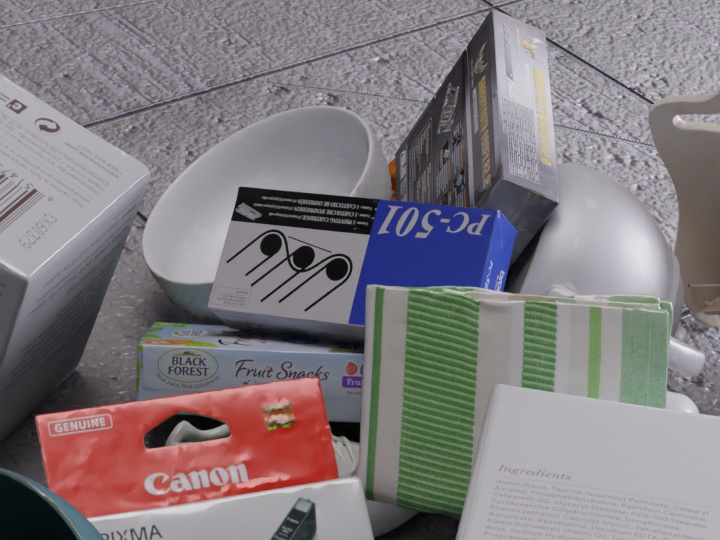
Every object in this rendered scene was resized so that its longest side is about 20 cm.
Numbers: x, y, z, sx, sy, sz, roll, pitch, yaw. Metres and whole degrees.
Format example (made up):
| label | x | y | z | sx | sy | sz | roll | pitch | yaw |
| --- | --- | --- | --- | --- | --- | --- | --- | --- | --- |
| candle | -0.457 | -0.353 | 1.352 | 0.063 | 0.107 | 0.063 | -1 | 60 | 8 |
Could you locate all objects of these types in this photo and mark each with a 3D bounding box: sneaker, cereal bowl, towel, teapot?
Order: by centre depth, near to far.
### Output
| label | x | y | z | sx | sy | sz | roll | pitch | yaw |
| --- | --- | --- | --- | --- | --- | --- | --- | --- | --- |
| towel | 0.098 | 0.086 | 1.556 | 0.198 | 0.154 | 0.023 | 4 | 4 | 8 |
| sneaker | -0.041 | 0.136 | 1.616 | 0.199 | 0.081 | 0.071 | -4 | 31 | -15 |
| teapot | 0.167 | 0.028 | 1.727 | 0.145 | 0.198 | 0.201 | 23 | 49 | -8 |
| cereal bowl | -0.060 | -0.030 | 1.806 | 0.199 | 0.084 | 0.201 | -22 | 34 | 16 |

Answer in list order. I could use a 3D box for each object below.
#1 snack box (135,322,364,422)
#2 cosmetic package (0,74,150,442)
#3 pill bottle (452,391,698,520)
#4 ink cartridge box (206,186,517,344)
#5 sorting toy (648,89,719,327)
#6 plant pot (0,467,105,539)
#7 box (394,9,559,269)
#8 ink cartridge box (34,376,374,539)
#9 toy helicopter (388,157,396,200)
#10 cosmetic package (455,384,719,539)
| label | x | y | z | sx | sy | sz | roll | pitch | yaw |
| --- | --- | --- | --- | --- | --- | --- | --- | --- | --- |
| snack box | -0.053 | 0.071 | 1.691 | 0.198 | 0.053 | 0.142 | 2 | 4 | 0 |
| cosmetic package | -0.274 | -0.003 | 1.661 | 0.164 | 0.201 | 0.165 | 33 | 39 | 8 |
| pill bottle | 0.165 | 0.130 | 1.613 | 0.199 | 0.113 | 0.112 | 9 | 32 | 9 |
| ink cartridge box | 0.000 | 0.000 | 1.647 | 0.199 | 0.044 | 0.095 | 7 | 71 | 25 |
| sorting toy | 0.290 | -0.056 | 1.770 | 0.107 | 0.180 | 0.200 | -41 | 14 | -19 |
| plant pot | -0.208 | 0.216 | 1.398 | 0.199 | 0.201 | 0.135 | 18 | -2 | 22 |
| box | 0.081 | -0.068 | 1.749 | 0.048 | 0.159 | 0.201 | 22 | 38 | -18 |
| ink cartridge box | -0.096 | 0.154 | 1.531 | 0.199 | 0.044 | 0.175 | -7 | 71 | -17 |
| toy helicopter | 0.017 | -0.011 | 1.852 | 0.131 | 0.079 | 0.200 | -14 | 27 | 0 |
| cosmetic package | 0.139 | 0.199 | 1.448 | 0.165 | 0.168 | 0.200 | 8 | 33 | 7 |
